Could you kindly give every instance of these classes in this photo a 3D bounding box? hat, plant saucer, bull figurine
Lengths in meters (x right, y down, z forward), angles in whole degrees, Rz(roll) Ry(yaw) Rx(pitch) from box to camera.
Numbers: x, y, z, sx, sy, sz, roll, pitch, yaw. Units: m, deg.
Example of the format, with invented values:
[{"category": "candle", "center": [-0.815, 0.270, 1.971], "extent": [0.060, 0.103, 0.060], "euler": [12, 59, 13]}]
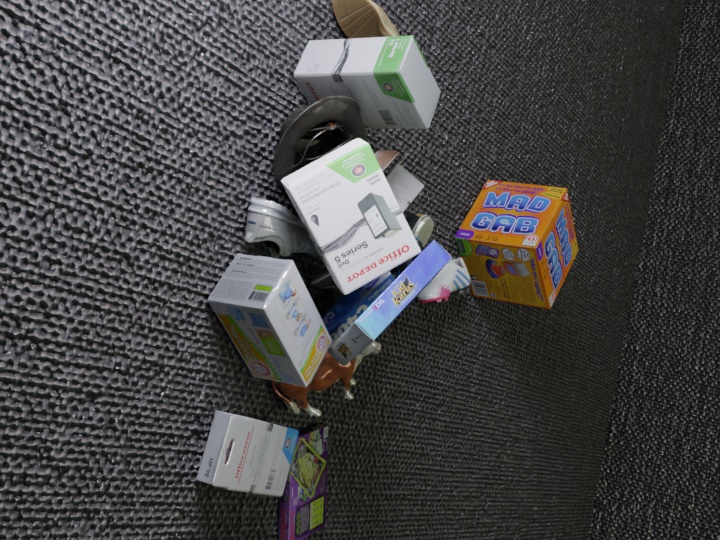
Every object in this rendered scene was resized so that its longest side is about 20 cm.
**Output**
[{"category": "hat", "center": [-0.083, -0.209, 1.597], "extent": [0.200, 0.081, 0.201], "euler": [-29, 141, -27]}, {"category": "plant saucer", "center": [-0.010, -0.139, 1.694], "extent": [0.034, 0.200, 0.200], "euler": [42, 49, -2]}, {"category": "bull figurine", "center": [-0.056, 0.178, 1.697], "extent": [0.200, 0.065, 0.122], "euler": [-21, 123, -10]}]

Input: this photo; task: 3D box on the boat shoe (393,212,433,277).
[{"category": "boat shoe", "center": [0.070, -0.029, 1.926], "extent": [0.200, 0.062, 0.075], "euler": [-59, 150, -7]}]

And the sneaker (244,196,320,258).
[{"category": "sneaker", "center": [-0.123, -0.053, 1.607], "extent": [0.200, 0.075, 0.082], "euler": [26, 84, -47]}]

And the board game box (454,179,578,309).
[{"category": "board game box", "center": [0.366, -0.062, 2.264], "extent": [0.200, 0.199, 0.200], "euler": [-57, 142, -33]}]

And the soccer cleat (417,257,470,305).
[{"category": "soccer cleat", "center": [0.174, 0.020, 2.114], "extent": [0.200, 0.070, 0.087], "euler": [-19, 97, -58]}]

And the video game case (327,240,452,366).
[{"category": "video game case", "center": [0.046, 0.057, 1.597], "extent": [0.200, 0.045, 0.181], "euler": [-45, 177, -24]}]

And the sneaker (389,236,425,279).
[{"category": "sneaker", "center": [0.086, -0.021, 1.834], "extent": [0.082, 0.073, 0.200], "euler": [-47, 151, 2]}]

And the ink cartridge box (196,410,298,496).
[{"category": "ink cartridge box", "center": [-0.190, 0.293, 1.572], "extent": [0.200, 0.067, 0.116], "euler": [31, 71, -57]}]

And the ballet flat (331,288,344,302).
[{"category": "ballet flat", "center": [0.008, -0.007, 1.838], "extent": [0.200, 0.068, 0.075], "euler": [-46, 156, -37]}]

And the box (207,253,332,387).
[{"category": "box", "center": [-0.140, 0.081, 1.556], "extent": [0.101, 0.112, 0.200], "euler": [-61, 144, -34]}]

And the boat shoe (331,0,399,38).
[{"category": "boat shoe", "center": [0.012, -0.438, 1.733], "extent": [0.200, 0.071, 0.065], "euler": [42, 27, -45]}]

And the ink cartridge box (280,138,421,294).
[{"category": "ink cartridge box", "center": [-0.014, -0.085, 1.549], "extent": [0.145, 0.084, 0.200], "euler": [-29, 108, -4]}]

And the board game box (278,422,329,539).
[{"category": "board game box", "center": [-0.103, 0.387, 1.777], "extent": [0.120, 0.032, 0.200], "euler": [-12, 107, -62]}]

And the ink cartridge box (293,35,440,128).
[{"category": "ink cartridge box", "center": [0.011, -0.310, 1.626], "extent": [0.146, 0.200, 0.084], "euler": [54, 50, -50]}]

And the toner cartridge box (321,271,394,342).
[{"category": "toner cartridge box", "center": [-0.012, 0.090, 1.767], "extent": [0.200, 0.043, 0.095], "euler": [-44, 138, -14]}]

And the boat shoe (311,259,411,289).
[{"category": "boat shoe", "center": [0.000, 0.000, 1.684], "extent": [0.057, 0.200, 0.067], "euler": [57, 33, -9]}]

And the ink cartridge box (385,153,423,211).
[{"category": "ink cartridge box", "center": [0.040, -0.114, 1.778], "extent": [0.200, 0.067, 0.116], "euler": [-50, -178, -40]}]
